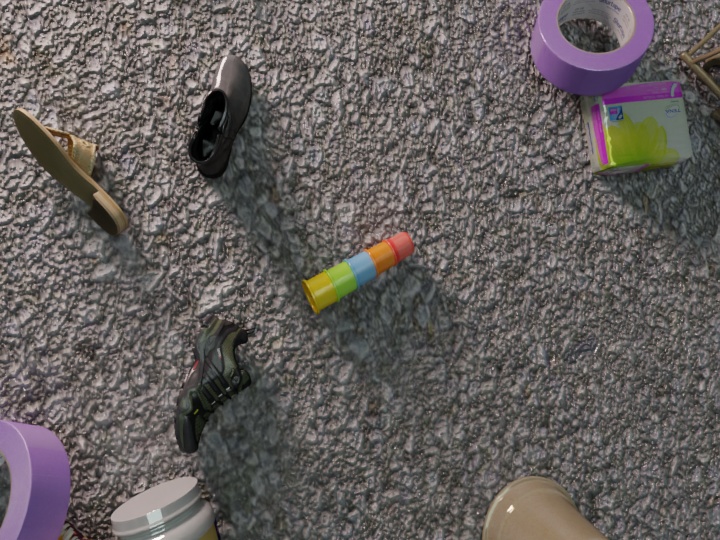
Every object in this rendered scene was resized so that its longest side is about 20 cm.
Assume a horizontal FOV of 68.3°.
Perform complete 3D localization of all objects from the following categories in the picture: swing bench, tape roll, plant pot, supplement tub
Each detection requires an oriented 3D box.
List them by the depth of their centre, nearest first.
[{"bbox_3d":[-0.475,0.304,0.686,0.192,0.066,0.208,-8,66,18],"label":"tape roll"},{"bbox_3d":[-0.260,0.416,0.740,0.140,0.145,0.208,-15,90,-13],"label":"supplement tub"},{"bbox_3d":[0.321,0.464,0.849,0.192,0.183,0.210,1,86,-13],"label":"plant pot"},{"bbox_3d":[0.409,-0.419,0.945,0.191,0.066,0.208,-2,72,5],"label":"tape roll"},{"bbox_3d":[0.777,-0.410,1.040,0.197,0.129,0.203,-39,100,-13],"label":"swing bench"}]

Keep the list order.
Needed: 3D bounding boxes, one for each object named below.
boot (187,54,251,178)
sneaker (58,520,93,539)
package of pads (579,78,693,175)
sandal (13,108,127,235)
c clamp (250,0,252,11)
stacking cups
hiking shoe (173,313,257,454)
[{"bbox_3d":[-0.206,-0.246,0.800,0.067,0.131,0.209,10,84,-10],"label":"boot"},{"bbox_3d":[-0.391,0.376,0.697,0.074,0.198,0.092,-24,81,-53],"label":"sneaker"},{"bbox_3d":[0.520,-0.266,0.999,0.192,0.068,0.161,-9,88,-12],"label":"package of pads"},{"bbox_3d":[-0.412,-0.156,0.793,0.214,0.077,0.070,52,46,-12],"label":"sandal"},{"bbox_3d":[-0.270,-0.515,0.856,0.192,0.027,0.179,-3,87,-13],"label":"c clamp"},{"bbox_3d":[0.000,0.000,0.876,0.195,0.060,0.062,-28,93,-18],"label":"stacking cups"},{"bbox_3d":[-0.216,0.176,0.800,0.097,0.076,0.208,14,83,-8],"label":"hiking shoe"}]
